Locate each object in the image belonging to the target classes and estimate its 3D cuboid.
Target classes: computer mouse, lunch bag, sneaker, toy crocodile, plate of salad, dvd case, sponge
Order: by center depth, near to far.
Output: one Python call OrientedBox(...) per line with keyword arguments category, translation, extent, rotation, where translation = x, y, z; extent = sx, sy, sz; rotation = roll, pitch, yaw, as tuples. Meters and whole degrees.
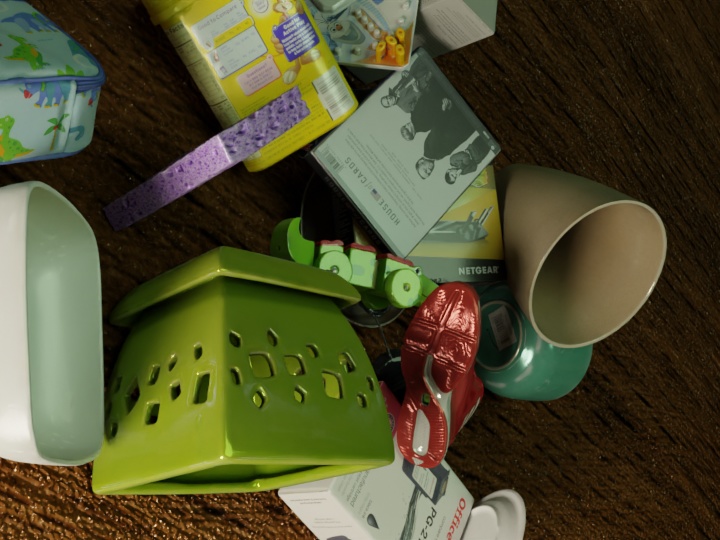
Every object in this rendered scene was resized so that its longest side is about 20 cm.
OrientedBox(category="lunch bag", translation=(-0.308, -0.149, 0.684), extent=(0.160, 0.084, 0.198), rotation=(39, 34, 25))
OrientedBox(category="sponge", translation=(-0.141, -0.097, 0.816), extent=(0.111, 0.198, 0.030), rotation=(-44, 107, -42))
OrientedBox(category="toy crocodile", translation=(0.000, 0.000, 0.918), extent=(0.196, 0.067, 0.063), rotation=(15, 79, -24))
OrientedBox(category="sneaker", translation=(0.093, 0.095, 0.967), extent=(0.115, 0.077, 0.204), rotation=(-30, 138, -62))
OrientedBox(category="plate of salad", translation=(0.120, 0.329, 0.993), extent=(0.048, 0.200, 0.202), rotation=(36, 51, -9))
OrientedBox(category="dvd case", translation=(0.051, -0.127, 0.993), extent=(0.151, 0.025, 0.200), rotation=(49, 62, -11))
OrientedBox(category="computer mouse", translation=(0.022, 0.085, 1.036), extent=(0.058, 0.034, 0.204), rotation=(-20, 94, -27))

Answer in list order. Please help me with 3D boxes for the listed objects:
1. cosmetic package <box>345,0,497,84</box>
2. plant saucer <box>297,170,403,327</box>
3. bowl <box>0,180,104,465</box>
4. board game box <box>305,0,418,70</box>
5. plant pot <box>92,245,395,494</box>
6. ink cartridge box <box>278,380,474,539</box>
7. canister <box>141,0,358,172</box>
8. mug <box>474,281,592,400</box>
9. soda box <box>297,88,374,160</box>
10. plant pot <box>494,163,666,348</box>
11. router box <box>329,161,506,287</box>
OrientedBox(category="cosmetic package", translation=(0.061, -0.314, 1.095), extent=(0.084, 0.197, 0.110), rotation=(29, 61, -41))
OrientedBox(category="plant saucer", translation=(-0.007, -0.033, 1.072), extent=(0.198, 0.032, 0.205), rotation=(17, 67, -45))
OrientedBox(category="bowl", translation=(-0.252, 0.046, 0.694), extent=(0.200, 0.073, 0.204), rotation=(91, -5, -79))
OrientedBox(category="board game box", translation=(-0.031, -0.322, 1.021), extent=(0.026, 0.195, 0.204), rotation=(85, 13, -67))
OrientedBox(category="plant pot", translation=(-0.106, 0.093, 0.811), extent=(0.198, 0.197, 0.185), rotation=(14, 64, -44))
OrientedBox(category="ink cartridge box", translation=(0.024, 0.244, 0.991), extent=(0.201, 0.083, 0.146), rotation=(53, 47, -24))
OrientedBox(category="canister", translation=(-0.106, -0.221, 0.931), extent=(0.202, 0.147, 0.087), rotation=(60, 4, -22))
OrientedBox(category="mug", translation=(0.197, 0.084, 1.197), extent=(0.113, 0.184, 0.155), rotation=(10, 99, -44))
OrientedBox(category="soda box", translation=(0.007, -0.178, 1.096), extent=(0.198, 0.070, 0.065), rotation=(-14, 91, -48))
OrientedBox(category="plant pot", translation=(0.230, -0.044, 1.102), extent=(0.186, 0.188, 0.201), rotation=(32, 13, -38))
OrientedBox(category="router box", translation=(0.065, -0.060, 1.032), extent=(0.196, 0.052, 0.161), rotation=(-3, 82, -29))
